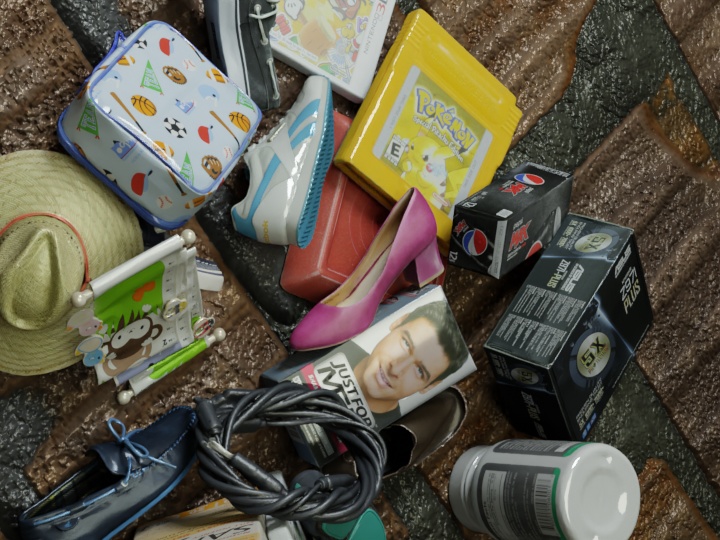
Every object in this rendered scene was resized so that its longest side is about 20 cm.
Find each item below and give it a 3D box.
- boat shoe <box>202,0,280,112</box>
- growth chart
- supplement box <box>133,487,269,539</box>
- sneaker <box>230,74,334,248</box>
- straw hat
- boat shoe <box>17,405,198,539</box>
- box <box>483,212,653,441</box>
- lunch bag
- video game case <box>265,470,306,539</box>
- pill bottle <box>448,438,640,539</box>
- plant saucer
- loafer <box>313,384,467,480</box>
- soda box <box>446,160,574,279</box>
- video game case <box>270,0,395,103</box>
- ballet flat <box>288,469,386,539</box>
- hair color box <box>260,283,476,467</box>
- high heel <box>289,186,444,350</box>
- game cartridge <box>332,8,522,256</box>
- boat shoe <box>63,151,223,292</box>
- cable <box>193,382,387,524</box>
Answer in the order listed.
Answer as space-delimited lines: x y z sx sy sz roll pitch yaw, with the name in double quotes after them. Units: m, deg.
-0.111 -0.248 1.340 0.067 0.074 0.202 -14 110 -18 "boat shoe"
-0.192 0.046 1.248 0.144 0.201 0.018 -37 62 -20 "growth chart"
-0.137 0.264 1.218 0.124 0.200 0.075 -17 97 -3 "supplement box"
-0.072 -0.117 1.382 0.077 0.080 0.202 83 18 -55 "sneaker"
-0.277 0.003 1.183 0.198 0.085 0.204 -2 101 -11 "straw hat"
-0.220 0.187 1.254 0.200 0.084 0.069 -45 122 -31 "boat shoe"
0.237 0.068 1.539 0.201 0.085 0.165 -54 142 -26 "box"
-0.182 -0.139 1.263 0.160 0.076 0.201 39 32 -10 "lunch bag"
-0.048 0.308 1.316 0.023 0.182 0.203 -19 99 -3 "video game case"
0.188 0.235 1.462 0.112 0.199 0.115 3 85 -33 "pill bottle"
0.026 -0.045 1.471 0.198 0.037 0.202 22 74 -30 "plant saucer"
0.046 0.180 1.446 0.199 0.071 0.074 -31 104 -32 "loafer"
0.165 -0.057 1.496 0.199 0.063 0.072 -31 132 -55 "soda box"
-0.050 -0.300 1.446 0.198 0.023 0.184 25 72 -30 "video game case"
-0.026 0.246 1.379 0.074 0.072 0.200 -67 156 -19 "ballet flat"
0.010 0.103 1.409 0.199 0.060 0.100 -30 103 -19 "hair color box"
0.000 0.000 1.382 0.199 0.067 0.097 -30 117 -22 "high heel"
0.079 -0.146 1.475 0.176 0.032 0.202 37 67 -27 "game cartridge"
-0.208 -0.045 1.285 0.198 0.074 0.094 17 84 -32 "boat shoe"
-0.056 0.167 1.276 0.198 0.164 0.051 9 119 -28 "cable"
